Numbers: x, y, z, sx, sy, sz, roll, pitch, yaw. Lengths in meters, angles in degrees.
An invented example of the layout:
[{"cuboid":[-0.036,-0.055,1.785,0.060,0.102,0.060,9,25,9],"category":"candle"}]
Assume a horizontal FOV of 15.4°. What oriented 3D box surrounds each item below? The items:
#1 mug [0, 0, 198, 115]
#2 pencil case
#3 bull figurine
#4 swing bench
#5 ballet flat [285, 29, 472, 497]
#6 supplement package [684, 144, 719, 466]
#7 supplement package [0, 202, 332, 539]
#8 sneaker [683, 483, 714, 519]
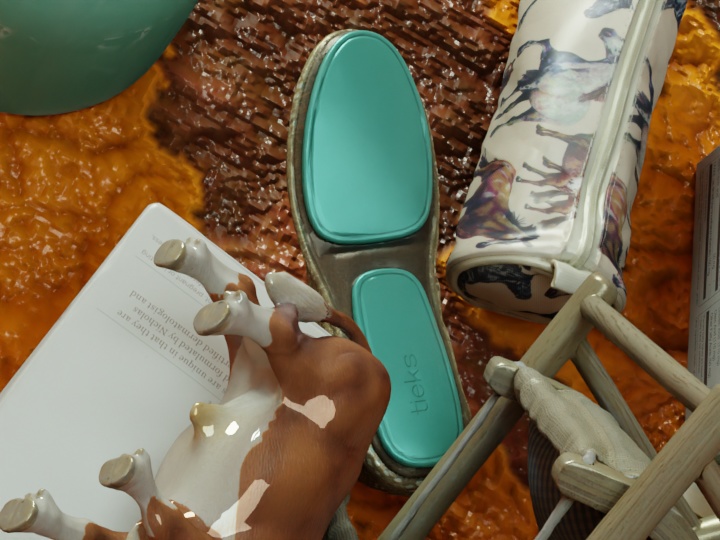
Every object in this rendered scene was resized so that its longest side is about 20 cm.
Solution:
[{"cuboid":[-0.131,-0.170,1.103,0.151,0.114,0.186,-4,72,-21],"category":"mug"},{"cuboid":[0.096,-0.069,1.164,0.077,0.089,0.201,22,65,-12],"category":"pencil case"},{"cuboid":[-0.052,0.086,0.924,0.122,0.065,0.201,53,47,-35],"category":"bull figurine"},{"cuboid":[0.060,0.123,0.970,0.199,0.199,0.130,-34,103,-2],"category":"swing bench"},{"cuboid":[0.000,0.000,1.115,0.070,0.065,0.201,1,70,-19],"category":"ballet flat"},{"cuboid":[0.257,0.024,1.177,0.199,0.111,0.157,12,67,-15],"category":"supplement package"},{"cuboid":[-0.102,0.097,1.013,0.117,0.117,0.200,37,62,-5],"category":"supplement package"},{"cuboid":[0.209,0.132,1.149,0.200,0.067,0.090,38,55,-4],"category":"sneaker"}]
